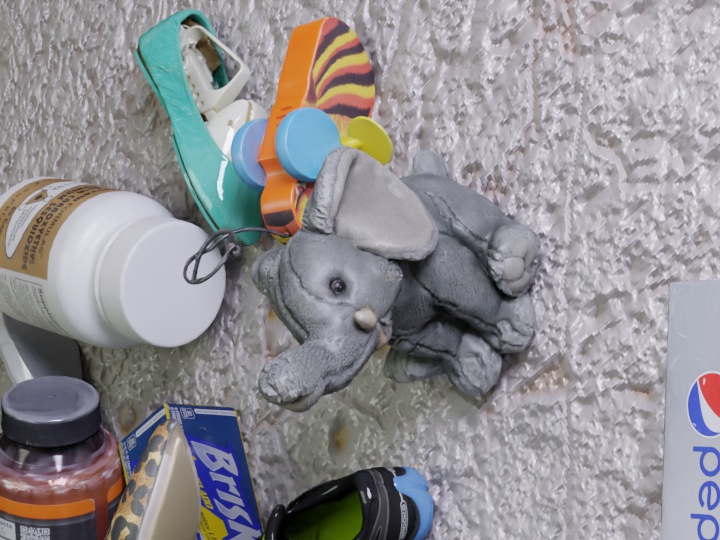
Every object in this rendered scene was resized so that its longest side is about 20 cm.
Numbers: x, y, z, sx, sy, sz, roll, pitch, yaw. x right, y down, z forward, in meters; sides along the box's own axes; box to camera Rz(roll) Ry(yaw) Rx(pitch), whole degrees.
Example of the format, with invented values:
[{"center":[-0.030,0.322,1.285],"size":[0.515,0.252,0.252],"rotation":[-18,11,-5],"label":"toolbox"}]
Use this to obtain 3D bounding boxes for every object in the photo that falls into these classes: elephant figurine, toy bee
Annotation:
[{"center":[0.000,0.000,1.169],"size":[0.155,0.199,0.143],"rotation":[20,100,51],"label":"elephant figurine"},{"center":[-0.036,-0.058,1.323],"size":[0.201,0.108,0.131],"rotation":[-56,31,-5],"label":"toy bee"}]

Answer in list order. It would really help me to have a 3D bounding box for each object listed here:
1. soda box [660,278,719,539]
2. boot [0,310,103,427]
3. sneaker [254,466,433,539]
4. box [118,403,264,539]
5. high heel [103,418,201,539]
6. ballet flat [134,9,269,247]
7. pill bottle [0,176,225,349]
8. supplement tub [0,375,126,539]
[{"center":[0.196,0.106,1.014],"size":[0.068,0.063,0.202],"rotation":[-5,80,52],"label":"soda box"},{"center":[-0.260,0.116,1.581],"size":[0.096,0.073,0.201],"rotation":[-47,51,28],"label":"boot"},{"center":[-0.046,0.179,1.267],"size":[0.199,0.082,0.071],"rotation":[-37,56,25],"label":"sneaker"},{"center":[-0.107,0.196,1.386],"size":[0.070,0.064,0.202],"rotation":[-39,56,41],"label":"box"},{"center":[-0.182,0.173,1.350],"size":[0.142,0.071,0.202],"rotation":[23,111,30],"label":"high heel"},{"center":[-0.103,-0.111,1.430],"size":[0.070,0.067,0.201],"rotation":[-41,55,23],"label":"ballet flat"},{"center":[-0.190,-0.003,1.480],"size":[0.199,0.114,0.116],"rotation":[12,94,51],"label":"pill bottle"},{"center":[-0.220,0.181,1.457],"size":[0.107,0.106,0.202],"rotation":[32,127,49],"label":"supplement tub"}]
